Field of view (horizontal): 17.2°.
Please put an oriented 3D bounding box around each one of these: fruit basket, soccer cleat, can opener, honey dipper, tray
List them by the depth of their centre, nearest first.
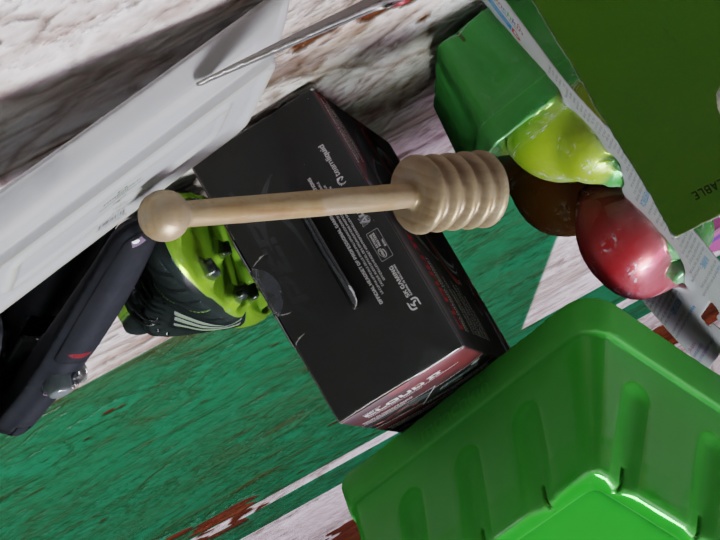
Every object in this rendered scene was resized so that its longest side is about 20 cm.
[{"bbox_3d":[-0.106,-0.037,0.988,0.200,0.022,0.107,-39,174,-24],"label":"tray"},{"bbox_3d":[-0.017,-0.032,1.068,0.200,0.038,0.038,-5,155,-40],"label":"honey dipper"},{"bbox_3d":[-0.146,0.022,1.142,0.078,0.064,0.200,-19,164,-42],"label":"can opener"},{"bbox_3d":[0.124,-0.046,1.185,0.094,0.200,0.185,-44,170,-8],"label":"fruit basket"},{"bbox_3d":[-0.093,0.006,1.214,0.081,0.068,0.200,-18,170,6],"label":"soccer cleat"},{"bbox_3d":[0.106,0.091,1.233,0.216,0.155,0.216,-43,-152,30],"label":"fruit basket"}]

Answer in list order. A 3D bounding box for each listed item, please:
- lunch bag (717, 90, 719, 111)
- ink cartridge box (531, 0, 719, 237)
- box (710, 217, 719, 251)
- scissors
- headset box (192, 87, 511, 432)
[{"bbox_3d":[0.224,-0.106,1.167,0.168,0.200,0.139,-36,166,25],"label":"lunch bag"},{"bbox_3d":[0.119,-0.135,0.775,0.147,0.200,0.076,-25,168,-24],"label":"ink cartridge box"},{"bbox_3d":[0.292,-0.097,1.631,0.176,0.097,0.200,-36,168,27],"label":"box"},{"bbox_3d":[0.028,-0.119,0.972,0.200,0.014,0.073,-30,-153,-24],"label":"scissors"},{"bbox_3d":[0.000,0.000,1.194,0.075,0.149,0.200,-32,168,8],"label":"headset box"}]
